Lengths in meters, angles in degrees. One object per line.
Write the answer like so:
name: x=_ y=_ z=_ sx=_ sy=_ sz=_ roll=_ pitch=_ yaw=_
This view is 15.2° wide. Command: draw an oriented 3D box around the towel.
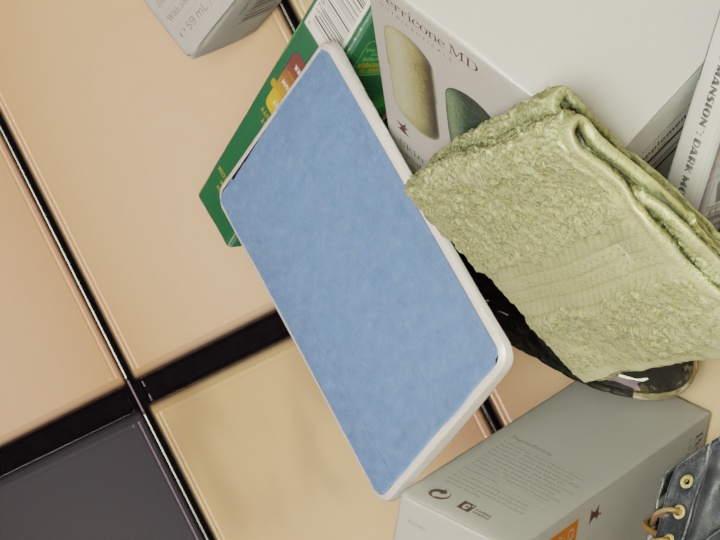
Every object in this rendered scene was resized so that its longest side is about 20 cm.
towel: x=0.098 y=-0.010 z=1.194 sx=0.148 sy=0.037 sz=0.200 roll=44 pitch=163 yaw=-10

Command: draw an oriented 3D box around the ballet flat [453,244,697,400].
ballet flat: x=0.097 y=0.017 z=1.462 sx=0.199 sy=0.057 sz=0.067 roll=26 pitch=79 yaw=26

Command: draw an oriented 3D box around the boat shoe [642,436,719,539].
boat shoe: x=0.162 y=0.148 z=1.381 sx=0.091 sy=0.200 sz=0.071 roll=62 pitch=167 yaw=7

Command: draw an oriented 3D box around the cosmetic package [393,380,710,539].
cosmetic package: x=0.096 y=0.135 z=1.400 sx=0.071 sy=0.200 sz=0.102 roll=24 pitch=121 yaw=28

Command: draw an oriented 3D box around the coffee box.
coffee box: x=0.006 y=-0.096 z=1.426 sx=0.044 sy=0.123 sz=0.200 roll=56 pitch=134 yaw=27

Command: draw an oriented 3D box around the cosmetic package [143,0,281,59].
cosmetic package: x=-0.111 y=-0.230 z=1.498 sx=0.200 sy=0.074 sz=0.102 roll=50 pitch=129 yaw=9

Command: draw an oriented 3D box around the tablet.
tablet: x=0.000 y=0.000 z=1.344 sx=0.130 sy=0.014 sz=0.200 roll=-52 pitch=57 yaw=40

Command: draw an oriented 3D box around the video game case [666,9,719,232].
video game case: x=0.219 y=-0.109 z=1.209 sx=0.023 sy=0.200 sz=0.182 roll=34 pitch=126 yaw=31

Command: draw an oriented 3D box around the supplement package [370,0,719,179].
supplement package: x=0.110 y=-0.101 z=1.271 sx=0.152 sy=0.151 sz=0.200 roll=38 pitch=164 yaw=19
